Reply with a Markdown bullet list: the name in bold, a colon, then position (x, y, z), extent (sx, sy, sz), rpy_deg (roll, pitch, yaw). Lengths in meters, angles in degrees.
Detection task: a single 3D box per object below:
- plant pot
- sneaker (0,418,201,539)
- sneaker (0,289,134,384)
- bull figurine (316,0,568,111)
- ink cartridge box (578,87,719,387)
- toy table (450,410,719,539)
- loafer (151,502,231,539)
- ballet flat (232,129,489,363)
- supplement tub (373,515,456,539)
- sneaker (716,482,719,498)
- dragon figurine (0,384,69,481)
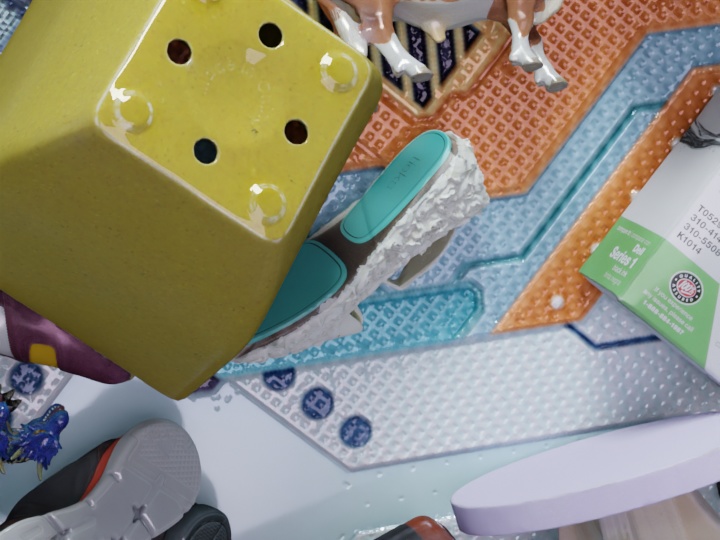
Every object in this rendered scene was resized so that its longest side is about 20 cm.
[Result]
- **plant pot**: position (-0.099, -0.071, 1.119), extent (0.194, 0.200, 0.196), rpy_deg (33, 70, -15)
- **sneaker**: position (-0.176, 0.161, 1.203), extent (0.200, 0.082, 0.078), rpy_deg (-37, 107, -41)
- **sneaker**: position (-0.224, 0.022, 1.215), extent (0.199, 0.075, 0.090), rpy_deg (34, 108, -14)
- **bull figurine**: position (0.066, -0.166, 1.227), extent (0.198, 0.065, 0.122), rpy_deg (-9, 72, -2)
- **ink cartridge box**: position (0.257, -0.029, 1.286), extent (0.146, 0.084, 0.201), rpy_deg (37, 92, -15)
- **toy table**: position (0.166, 0.166, 1.267), extent (0.199, 0.184, 0.118), rpy_deg (-16, 97, 30)
- **loafer**: position (-0.133, 0.231, 1.277), extent (0.072, 0.063, 0.202), rpy_deg (6, 103, -54)
- **ballet flat**: position (0.000, 0.000, 1.254), extent (0.200, 0.072, 0.072), rpy_deg (-40, 105, -2)
- **supplement tub**: position (-0.019, 0.238, 1.257), extent (0.199, 0.107, 0.108), rpy_deg (-27, 104, -13)
- **sneaker**: position (0.323, 0.126, 1.304), extent (0.199, 0.089, 0.077), rpy_deg (-25, 110, 13)
- **dragon figurine**: position (-0.238, 0.122, 1.182), extent (0.059, 0.100, 0.200), rpy_deg (34, 115, -24)
